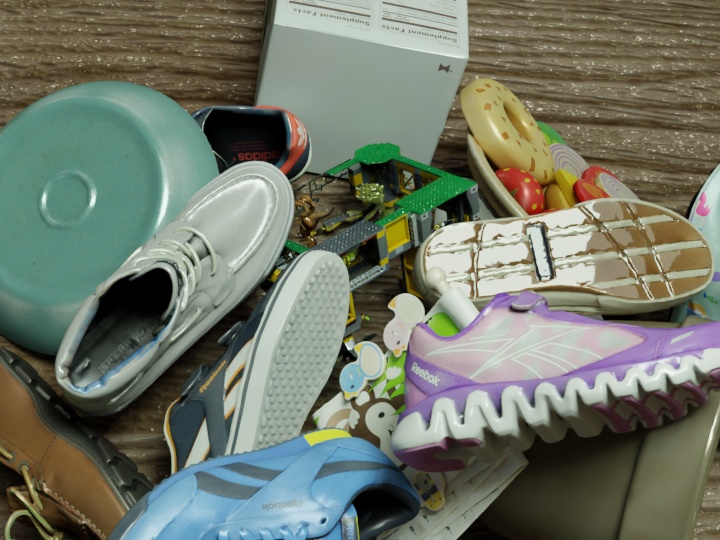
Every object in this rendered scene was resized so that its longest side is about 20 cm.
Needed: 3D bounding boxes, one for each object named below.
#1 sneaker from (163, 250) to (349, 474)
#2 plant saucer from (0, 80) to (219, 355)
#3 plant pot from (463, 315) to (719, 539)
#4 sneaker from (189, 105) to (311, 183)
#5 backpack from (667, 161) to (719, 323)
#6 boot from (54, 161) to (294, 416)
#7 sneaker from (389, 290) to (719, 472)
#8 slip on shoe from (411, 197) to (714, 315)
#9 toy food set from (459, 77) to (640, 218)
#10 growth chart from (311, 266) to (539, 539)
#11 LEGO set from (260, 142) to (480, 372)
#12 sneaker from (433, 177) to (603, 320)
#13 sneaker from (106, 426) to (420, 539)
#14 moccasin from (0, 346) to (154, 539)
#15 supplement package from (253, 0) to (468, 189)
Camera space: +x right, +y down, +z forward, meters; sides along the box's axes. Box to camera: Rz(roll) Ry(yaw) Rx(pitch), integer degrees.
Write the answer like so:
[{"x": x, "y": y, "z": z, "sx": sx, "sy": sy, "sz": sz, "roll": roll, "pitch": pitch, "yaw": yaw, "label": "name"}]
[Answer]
[{"x": -0.073, "y": 0.077, "z": 0.781, "sx": 0.079, "sy": 0.078, "sz": 0.202, "roll": 13, "pitch": 77, "yaw": 32, "label": "sneaker"}, {"x": -0.194, "y": -0.044, "z": 0.844, "sx": 0.198, "sy": 0.036, "sz": 0.202, "roll": -4, "pitch": 72, "yaw": 13, "label": "plant saucer"}, {"x": 0.140, "y": 0.111, "z": 0.803, "sx": 0.172, "sy": 0.201, "sz": 0.201, "roll": 15, "pitch": 48, "yaw": 17, "label": "plant pot"}, {"x": -0.134, "y": -0.082, "z": 0.898, "sx": 0.198, "sy": 0.085, "sz": 0.076, "roll": -16, "pitch": 84, "yaw": -4, "label": "sneaker"}, {"x": 0.303, "y": 0.001, "z": 0.886, "sx": 0.150, "sy": 0.202, "sz": 0.177, "roll": 24, "pitch": 44, "yaw": 38, "label": "backpack"}, {"x": -0.109, "y": 0.007, "z": 0.758, "sx": 0.073, "sy": 0.096, "sz": 0.201, "roll": 38, "pitch": 78, "yaw": -1, "label": "boot"}, {"x": 0.107, "y": 0.049, "z": 0.688, "sx": 0.198, "sy": 0.081, "sz": 0.089, "roll": -14, "pitch": 64, "yaw": 14, "label": "sneaker"}, {"x": 0.132, "y": -0.001, "z": 0.823, "sx": 0.198, "sy": 0.061, "sz": 0.077, "roll": -6, "pitch": 76, "yaw": -7, "label": "slip on shoe"}, {"x": 0.162, "y": -0.059, "z": 0.971, "sx": 0.197, "sy": 0.049, "sz": 0.201, "roll": 22, "pitch": 31, "yaw": -37, "label": "toy food set"}, {"x": 0.029, "y": 0.111, "z": 0.775, "sx": 0.145, "sy": 0.201, "sz": 0.018, "roll": 45, "pitch": 21, "yaw": 26, "label": "growth chart"}, {"x": 0.000, "y": 0.000, "z": 0.910, "sx": 0.153, "sy": 0.117, "sz": 0.199, "roll": 17, "pitch": 38, "yaw": 38, "label": "LEGO set"}, {"x": 0.134, "y": 0.011, "z": 0.951, "sx": 0.088, "sy": 0.075, "sz": 0.201, "roll": -14, "pitch": 63, "yaw": -40, "label": "sneaker"}, {"x": -0.050, "y": 0.145, "z": 0.697, "sx": 0.199, "sy": 0.067, "sz": 0.078, "roll": -14, "pitch": 31, "yaw": -40, "label": "sneaker"}, {"x": -0.185, "y": 0.130, "z": 0.753, "sx": 0.201, "sy": 0.074, "sz": 0.078, "roll": 38, "pitch": 84, "yaw": 18, "label": "moccasin"}, {"x": -0.003, "y": -0.199, "z": 1.013, "sx": 0.149, "sy": 0.152, "sz": 0.201, "roll": 9, "pitch": 51, "yaw": -8, "label": "supplement package"}]
